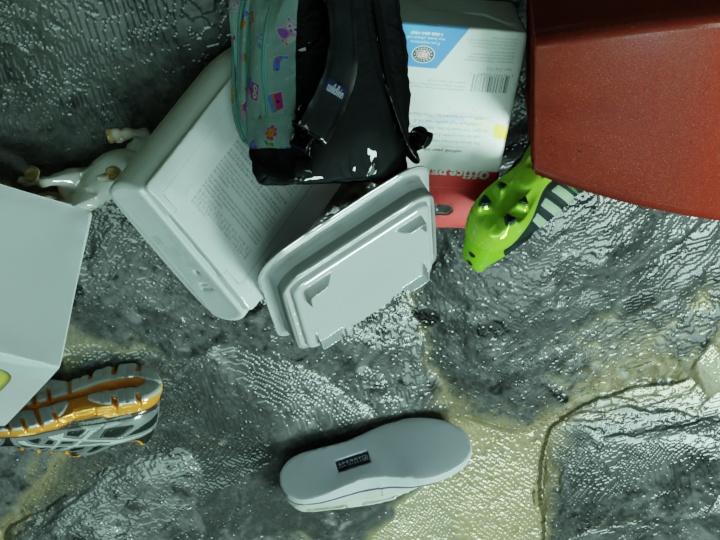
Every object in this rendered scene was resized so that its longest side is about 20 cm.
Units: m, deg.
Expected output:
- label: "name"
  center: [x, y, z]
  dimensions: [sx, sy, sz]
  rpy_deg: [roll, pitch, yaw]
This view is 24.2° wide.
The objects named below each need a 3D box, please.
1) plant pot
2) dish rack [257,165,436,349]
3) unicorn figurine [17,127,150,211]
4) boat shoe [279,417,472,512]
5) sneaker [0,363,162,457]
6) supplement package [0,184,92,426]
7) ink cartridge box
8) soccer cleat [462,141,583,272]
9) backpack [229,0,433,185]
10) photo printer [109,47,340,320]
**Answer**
- label: "plant pot"
  center: [0.232, -0.172, 1.444]
  dimensions: [0.176, 0.200, 0.200]
  rpy_deg: [-2, 124, 4]
- label: "dish rack"
  center: [0.000, 0.000, 1.456]
  dimensions: [0.171, 0.044, 0.200]
  rpy_deg: [-34, 162, -9]
- label: "unicorn figurine"
  center: [-0.207, -0.083, 1.482]
  dimensions: [0.199, 0.137, 0.074]
  rpy_deg: [-4, 87, 19]
- label: "boat shoe"
  center: [0.017, 0.208, 1.730]
  dimensions: [0.199, 0.071, 0.070]
  rpy_deg: [-16, 152, -4]
- label: "sneaker"
  center: [-0.289, 0.148, 1.628]
  dimensions: [0.199, 0.078, 0.077]
  rpy_deg: [-6, 130, -6]
- label: "supplement package"
  center: [-0.357, 0.022, 1.438]
  dimensions: [0.191, 0.147, 0.200]
  rpy_deg: [16, 155, -19]
- label: "ink cartridge box"
  center: [0.071, -0.140, 1.502]
  dimensions: [0.116, 0.067, 0.200]
  rpy_deg: [3, 122, -11]
- label: "soccer cleat"
  center: [0.160, -0.072, 1.526]
  dimensions: [0.200, 0.068, 0.081]
  rpy_deg: [-38, 160, -33]
- label: "backpack"
  center: [-0.035, -0.171, 1.387]
  dimensions: [0.167, 0.126, 0.201]
  rpy_deg: [-7, 94, -51]
- label: "photo printer"
  center: [-0.105, -0.084, 1.450]
  dimensions: [0.069, 0.200, 0.166]
  rpy_deg: [-3, 135, 47]
